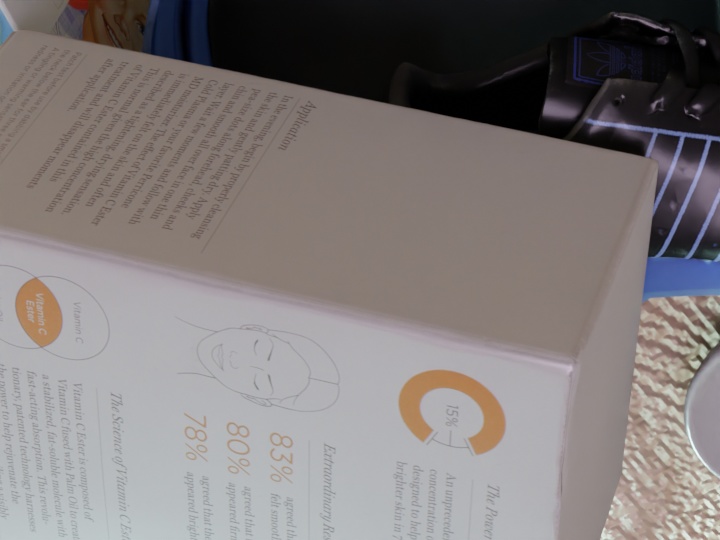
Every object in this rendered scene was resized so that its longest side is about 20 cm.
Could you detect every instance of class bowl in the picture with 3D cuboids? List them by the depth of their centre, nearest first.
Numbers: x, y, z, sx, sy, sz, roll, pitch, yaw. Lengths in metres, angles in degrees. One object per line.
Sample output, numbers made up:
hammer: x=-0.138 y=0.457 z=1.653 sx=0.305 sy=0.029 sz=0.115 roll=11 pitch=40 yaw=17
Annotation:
bowl: x=0.032 y=-0.066 z=0.734 sx=0.200 sy=0.039 sz=0.201 roll=3 pitch=128 yaw=4

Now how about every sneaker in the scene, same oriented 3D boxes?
sneaker: x=0.102 y=-0.039 z=0.677 sx=0.199 sy=0.070 sz=0.078 roll=-10 pitch=133 yaw=16

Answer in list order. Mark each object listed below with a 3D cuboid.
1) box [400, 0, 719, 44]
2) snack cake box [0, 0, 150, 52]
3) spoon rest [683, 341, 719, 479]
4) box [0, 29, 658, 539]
box: x=0.041 y=-0.171 z=0.732 sx=0.199 sy=0.086 sz=0.164 roll=16 pitch=126 yaw=-5
snack cake box: x=-0.106 y=-0.078 z=0.761 sx=0.067 sy=0.115 sz=0.200 roll=-13 pitch=123 yaw=24
spoon rest: x=0.191 y=0.017 z=0.867 sx=0.099 sy=0.061 sz=0.200 roll=17 pitch=125 yaw=-6
box: x=-0.025 y=0.022 z=0.667 sx=0.199 sy=0.098 sz=0.125 roll=13 pitch=130 yaw=14
